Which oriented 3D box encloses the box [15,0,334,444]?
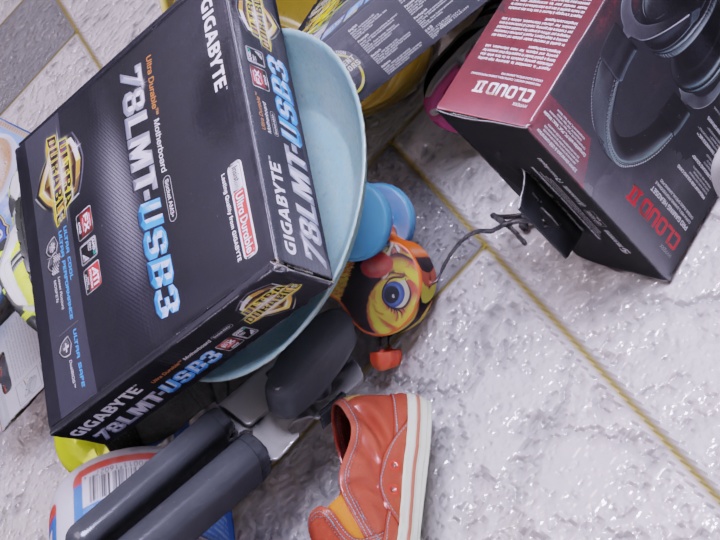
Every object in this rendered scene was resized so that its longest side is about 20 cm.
[{"bbox_3d":[-0.112,-0.035,0.856,0.198,0.049,0.202,-35,55,34],"label":"box"}]

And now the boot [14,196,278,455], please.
[{"bbox_3d":[-0.130,0.015,0.959,0.130,0.068,0.201,-26,62,-7],"label":"boot"}]

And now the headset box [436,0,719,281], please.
[{"bbox_3d":[0.142,-0.105,0.821,0.077,0.149,0.201,18,72,50],"label":"headset box"}]

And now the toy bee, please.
[{"bbox_3d":[0.000,0.000,0.915,0.199,0.130,0.110,16,96,39],"label":"toy bee"}]

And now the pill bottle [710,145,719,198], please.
[{"bbox_3d":[0.261,-0.104,0.732,0.112,0.112,0.201,19,73,50],"label":"pill bottle"}]

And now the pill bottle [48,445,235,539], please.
[{"bbox_3d":[-0.118,0.208,0.857,0.112,0.112,0.201,-34,41,20],"label":"pill bottle"}]

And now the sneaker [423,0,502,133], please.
[{"bbox_3d":[0.110,-0.169,0.971,0.200,0.074,0.087,-45,38,0],"label":"sneaker"}]

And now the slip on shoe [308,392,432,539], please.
[{"bbox_3d":[0.000,0.149,0.807,0.060,0.074,0.202,9,50,-1],"label":"slip on shoe"}]

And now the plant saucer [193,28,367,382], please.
[{"bbox_3d":[-0.056,-0.034,0.861,0.200,0.038,0.203,-17,66,42],"label":"plant saucer"}]

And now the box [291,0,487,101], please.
[{"bbox_3d":[0.031,-0.172,0.924,0.199,0.049,0.162,-35,20,33],"label":"box"}]

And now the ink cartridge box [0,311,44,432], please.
[{"bbox_3d":[-0.188,0.030,1.124,0.200,0.050,0.109,-44,38,11],"label":"ink cartridge box"}]

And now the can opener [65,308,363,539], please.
[{"bbox_3d":[-0.077,0.091,0.841,0.053,0.067,0.200,32,56,30],"label":"can opener"}]

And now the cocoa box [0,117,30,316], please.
[{"bbox_3d":[-0.332,-0.017,1.208,0.202,0.130,0.133,-69,10,-22],"label":"cocoa box"}]

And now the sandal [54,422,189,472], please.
[{"bbox_3d":[-0.130,0.059,1.014,0.079,0.087,0.201,16,66,28],"label":"sandal"}]

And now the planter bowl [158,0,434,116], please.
[{"bbox_3d":[-0.053,-0.164,1.085,0.084,0.198,0.202,120,163,-54],"label":"planter bowl"}]

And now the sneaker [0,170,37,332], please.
[{"bbox_3d":[-0.209,-0.027,1.091,0.076,0.075,0.201,-36,41,19],"label":"sneaker"}]
